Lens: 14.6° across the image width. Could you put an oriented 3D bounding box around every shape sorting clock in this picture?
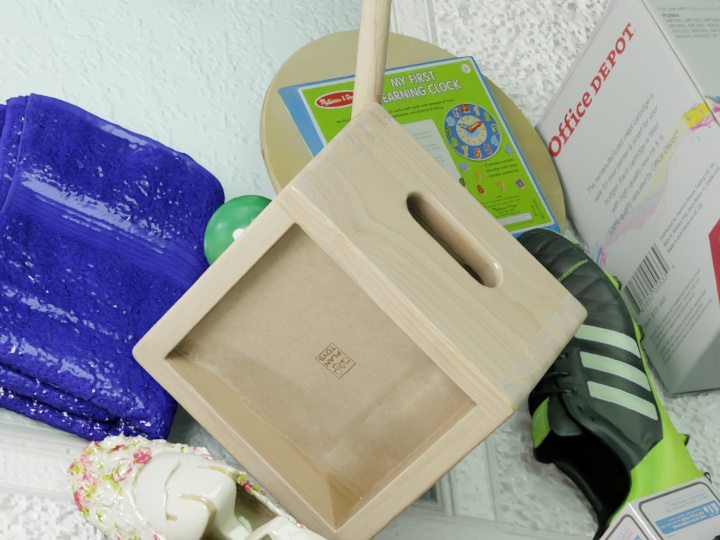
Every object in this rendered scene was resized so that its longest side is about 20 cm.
[{"bbox_3d":[0.031,-0.057,1.646,0.199,0.039,0.201,16,55,-24],"label":"shape sorting clock"}]

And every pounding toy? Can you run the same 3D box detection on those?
[{"bbox_3d":[0.000,0.000,1.441,0.200,0.184,0.142,45,39,-1],"label":"pounding toy"}]

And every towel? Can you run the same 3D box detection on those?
[{"bbox_3d":[-0.151,-0.005,1.495,0.147,0.050,0.201,20,44,-9],"label":"towel"}]

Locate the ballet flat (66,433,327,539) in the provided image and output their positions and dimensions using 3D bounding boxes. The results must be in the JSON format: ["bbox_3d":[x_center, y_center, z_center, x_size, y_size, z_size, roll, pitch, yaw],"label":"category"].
[{"bbox_3d":[-0.055,0.132,1.393,0.199,0.064,0.076,30,57,9],"label":"ballet flat"}]

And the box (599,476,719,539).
[{"bbox_3d":[0.185,0.219,1.412,0.060,0.117,0.200,-13,58,-41],"label":"box"}]

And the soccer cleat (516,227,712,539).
[{"bbox_3d":[0.122,0.062,1.561,0.081,0.068,0.201,-10,61,-32],"label":"soccer cleat"}]

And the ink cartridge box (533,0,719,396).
[{"bbox_3d":[0.200,-0.052,1.652,0.082,0.146,0.201,-4,53,-32],"label":"ink cartridge box"}]
